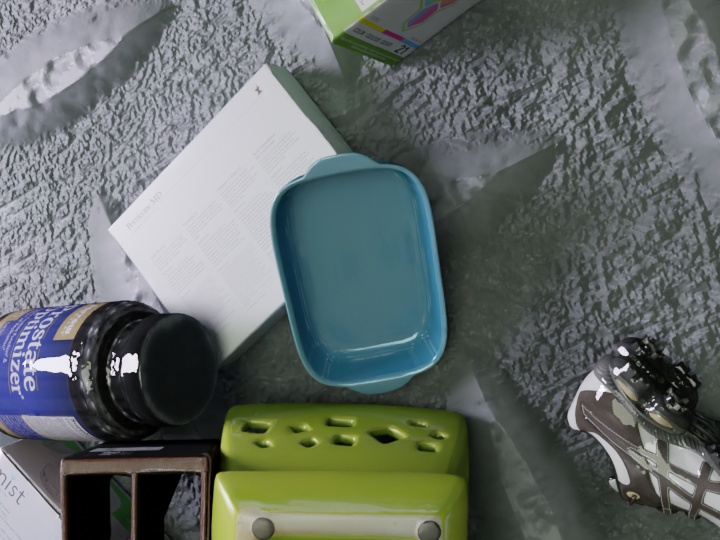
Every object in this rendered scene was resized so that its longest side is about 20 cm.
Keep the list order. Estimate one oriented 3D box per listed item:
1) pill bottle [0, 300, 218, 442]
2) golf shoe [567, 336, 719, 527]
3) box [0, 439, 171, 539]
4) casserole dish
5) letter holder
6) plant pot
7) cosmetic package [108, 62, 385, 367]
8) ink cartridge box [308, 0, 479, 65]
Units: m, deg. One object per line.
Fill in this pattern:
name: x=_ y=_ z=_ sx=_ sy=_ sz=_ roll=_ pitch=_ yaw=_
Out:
pill bottle: x=-0.215 y=0.083 z=0.848 sx=0.198 sy=0.111 sz=0.114 roll=-6 pitch=92 yaw=35
golf shoe: x=0.235 y=0.144 z=0.744 sx=0.200 sy=0.077 sz=0.095 roll=49 pitch=125 yaw=12
box: x=-0.269 y=0.274 z=0.912 sx=0.200 sy=0.097 sz=0.177 roll=41 pitch=105 yaw=13
casserole dish: x=0.000 y=0.000 z=0.787 sx=0.119 sy=0.039 sz=0.203 roll=-10 pitch=118 yaw=2
letter holder: x=-0.157 y=0.204 z=0.774 sx=0.099 sy=0.200 sz=0.145 roll=0 pitch=84 yaw=-6
plant pot: x=-0.015 y=0.214 z=0.746 sx=0.195 sy=0.182 sz=0.204 roll=1 pitch=95 yaw=0
cosmetic package: x=-0.090 y=-0.042 z=0.848 sx=0.200 sy=0.052 sz=0.151 roll=-42 pitch=83 yaw=17
ink cartridge box: x=0.063 y=-0.239 z=0.727 sx=0.199 sy=0.148 sz=0.076 roll=-32 pitch=84 yaw=19
